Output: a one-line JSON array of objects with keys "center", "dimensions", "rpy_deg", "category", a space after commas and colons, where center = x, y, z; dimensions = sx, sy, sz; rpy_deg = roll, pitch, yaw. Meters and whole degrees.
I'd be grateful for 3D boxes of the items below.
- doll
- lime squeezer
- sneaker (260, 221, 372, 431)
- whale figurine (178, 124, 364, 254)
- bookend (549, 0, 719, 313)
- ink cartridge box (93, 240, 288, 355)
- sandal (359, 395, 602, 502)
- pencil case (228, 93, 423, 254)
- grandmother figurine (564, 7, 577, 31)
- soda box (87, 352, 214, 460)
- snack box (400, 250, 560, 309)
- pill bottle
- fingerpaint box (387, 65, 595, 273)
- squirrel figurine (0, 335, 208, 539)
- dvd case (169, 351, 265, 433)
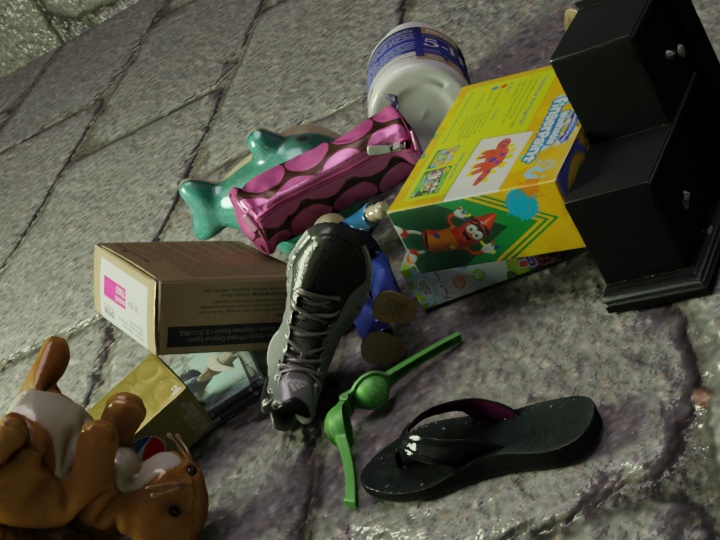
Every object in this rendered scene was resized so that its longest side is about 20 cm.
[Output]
[{"center": [0.000, 0.000, 1.323], "dimensions": [0.048, 0.138, 0.200], "rpy_deg": [7, 24, -22], "category": "doll"}, {"center": [0.012, 0.111, 1.180], "dimensions": [0.070, 0.038, 0.201], "rpy_deg": [-10, 32, 42], "category": "lime squeezer"}, {"center": [-0.040, 0.064, 1.216], "dimensions": [0.074, 0.202, 0.116], "rpy_deg": [14, 43, -3], "category": "sneaker"}, {"center": [-0.092, -0.074, 1.525], "dimensions": [0.197, 0.161, 0.104], "rpy_deg": [-11, 37, 2], "category": "whale figurine"}, {"center": [0.222, -0.111, 1.142], "dimensions": [0.091, 0.201, 0.199], "rpy_deg": [-13, 29, 37], "category": "bookend"}, {"center": [-0.158, 0.023, 1.409], "dimensions": [0.163, 0.076, 0.199], "rpy_deg": [-2, 13, -27], "category": "ink cartridge box"}, {"center": [0.082, 0.120, 1.061], "dimensions": [0.198, 0.048, 0.076], "rpy_deg": [-18, 27, 29], "category": "sandal"}, {"center": [-0.033, -0.090, 1.422], "dimensions": [0.198, 0.092, 0.094], "rpy_deg": [-29, 17, -2], "category": "pencil case"}, {"center": [0.310, -0.327, 1.631], "dimensions": [0.120, 0.061, 0.200], "rpy_deg": [28, 56, 32], "category": "grandmother figurine"}, {"center": [-0.233, 0.173, 1.297], "dimensions": [0.200, 0.064, 0.068], "rpy_deg": [-42, 46, -11], "category": "soda box"}, {"center": [0.123, -0.059, 1.348], "dimensions": [0.141, 0.053, 0.201], "rpy_deg": [-22, 26, 25], "category": "snack box"}, {"center": [0.066, -0.210, 1.624], "dimensions": [0.119, 0.120, 0.201], "rpy_deg": [-27, 24, 12], "category": "pill bottle"}, {"center": [0.139, -0.094, 1.244], "dimensions": [0.165, 0.074, 0.201], "rpy_deg": [-10, 33, 34], "category": "fingerpaint box"}, {"center": [-0.225, 0.192, 1.185], "dimensions": [0.202, 0.185, 0.142], "rpy_deg": [-60, 9, 19], "category": "squirrel figurine"}, {"center": [-0.188, 0.137, 1.399], "dimensions": [0.199, 0.022, 0.146], "rpy_deg": [-32, 24, -2], "category": "dvd case"}]
